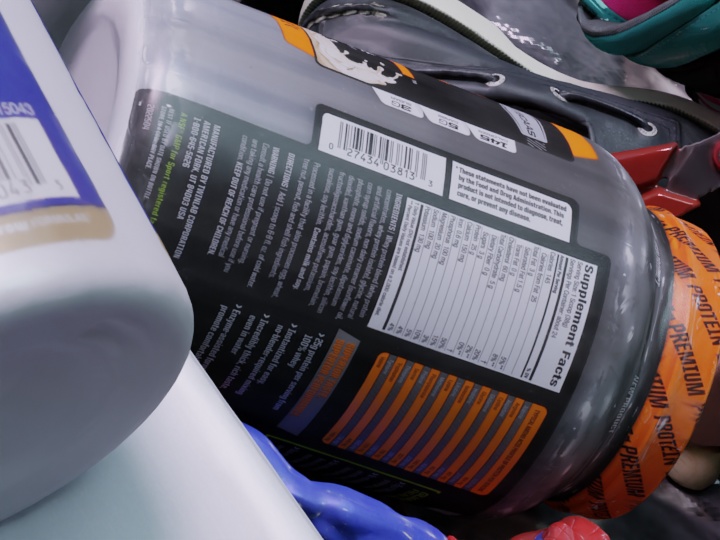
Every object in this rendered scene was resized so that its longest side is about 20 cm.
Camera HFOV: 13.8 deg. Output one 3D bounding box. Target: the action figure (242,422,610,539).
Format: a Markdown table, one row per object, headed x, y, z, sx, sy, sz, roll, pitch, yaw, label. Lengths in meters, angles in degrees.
| x | y | z | sx | sy | sz | roll | pitch | yaw | label |
| --- | --- | --- | --- | --- | --- | --- | --- | --- | --- |
| 0.009 | 0.101 | 0.826 | 0.199 | 0.065 | 0.099 | 16 | 35 | -23 | action figure |

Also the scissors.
| x | y | z | sx | sy | sz | roll | pitch | yaw | label |
| --- | --- | --- | --- | --- | --- | --- | --- | --- | --- |
| 0.109 | -0.026 | 0.959 | 0.014 | 0.199 | 0.074 | -37 | 115 | -83 | scissors |

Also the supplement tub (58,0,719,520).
| x | y | z | sx | sy | sz | roll | pitch | yaw | label |
| --- | --- | --- | --- | --- | --- | --- | --- | --- | --- |
| 0.000 | 0.000 | 0.878 | 0.199 | 0.123 | 0.123 | 20 | 40 | -21 | supplement tub |

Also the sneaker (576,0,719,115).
| x | y | z | sx | sy | sz | roll | pitch | yaw | label |
| --- | --- | --- | --- | --- | --- | --- | --- | --- | --- |
| 0.125 | -0.090 | 1.045 | 0.120 | 0.084 | 0.200 | 36 | -6 | -7 | sneaker |

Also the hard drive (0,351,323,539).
| x | y | z | sx | sy | sz | roll | pitch | yaw | label |
| --- | --- | --- | --- | --- | --- | --- | --- | --- | --- |
| -0.098 | 0.057 | 0.758 | 0.132 | 0.027 | 0.200 | -34 | 68 | -8 | hard drive |

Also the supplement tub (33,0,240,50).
| x | y | z | sx | sy | sz | roll | pitch | yaw | label |
| --- | --- | --- | --- | --- | --- | --- | --- | --- | --- |
| -0.129 | -0.155 | 0.925 | 0.144 | 0.145 | 0.200 | -17 | 61 | -46 | supplement tub |

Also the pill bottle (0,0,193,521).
| x | y | z | sx | sy | sz | roll | pitch | yaw | label |
| --- | --- | --- | --- | --- | --- | --- | --- | --- | --- |
| -0.134 | -0.041 | 0.722 | 0.119 | 0.120 | 0.201 | -7 | 59 | -42 | pill bottle |

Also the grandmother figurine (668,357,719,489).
| x | y | z | sx | sy | sz | roll | pitch | yaw | label |
| --- | --- | --- | --- | --- | --- | --- | --- | --- | --- |
| 0.156 | -0.012 | 0.947 | 0.061 | 0.200 | 0.121 | 45 | 37 | 13 | grandmother figurine |

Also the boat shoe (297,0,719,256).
| x | y | z | sx | sy | sz | roll | pitch | yaw | label |
| --- | --- | --- | --- | --- | --- | --- | --- | --- | --- |
| 0.065 | -0.032 | 1.004 | 0.199 | 0.075 | 0.066 | 30 | 42 | -11 | boat shoe |
